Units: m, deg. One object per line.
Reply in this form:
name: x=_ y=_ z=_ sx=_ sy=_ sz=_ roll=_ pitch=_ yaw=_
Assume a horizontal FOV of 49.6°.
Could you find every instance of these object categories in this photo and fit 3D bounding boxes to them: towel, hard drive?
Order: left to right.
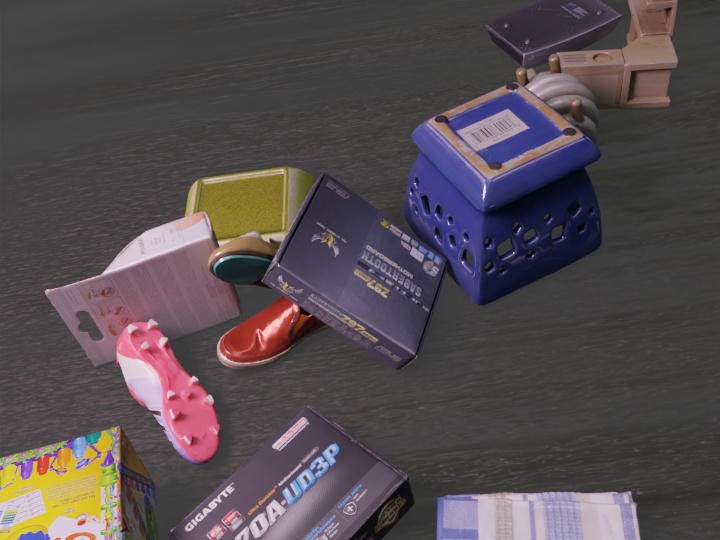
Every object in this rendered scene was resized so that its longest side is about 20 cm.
towel: x=0.168 y=0.280 z=0.733 sx=0.196 sy=0.024 sz=0.149 roll=-3 pitch=49 yaw=10
hard drive: x=0.331 y=-0.417 z=1.342 sx=0.197 sy=0.043 sz=0.135 roll=-24 pitch=48 yaw=-13

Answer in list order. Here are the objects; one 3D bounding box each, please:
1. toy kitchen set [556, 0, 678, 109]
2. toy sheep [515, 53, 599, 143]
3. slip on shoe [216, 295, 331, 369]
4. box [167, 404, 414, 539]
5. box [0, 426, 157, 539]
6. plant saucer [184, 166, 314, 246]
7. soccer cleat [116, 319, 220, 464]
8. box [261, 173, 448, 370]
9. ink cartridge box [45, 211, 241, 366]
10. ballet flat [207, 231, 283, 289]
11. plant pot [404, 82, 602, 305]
toy kitchen set: x=0.391 y=-0.379 z=1.211 sx=0.177 sy=0.165 sz=0.202 roll=-1 pitch=46 yaw=9
toy sheep: x=0.272 y=-0.222 z=1.107 sx=0.135 sy=0.139 sz=0.203 roll=-9 pitch=55 yaw=2
slip on shoe: x=-0.087 y=0.056 z=0.962 sx=0.197 sy=0.062 sz=0.074 roll=-25 pitch=49 yaw=-11
box: x=-0.067 y=0.246 z=0.774 sx=0.199 sy=0.047 sz=0.158 roll=-39 pitch=43 yaw=-25
box: x=-0.305 y=0.285 z=0.743 sx=0.196 sy=0.123 sz=0.194 roll=-14 pitch=46 yaw=-4
plant saucer: x=-0.165 y=-0.076 z=1.108 sx=0.196 sy=0.048 sz=0.202 roll=-7 pitch=46 yaw=3
soccer cleat: x=-0.226 y=0.148 z=0.908 sx=0.066 sy=0.077 sz=0.201 roll=-12 pitch=55 yaw=-45
box: x=0.000 y=0.000 z=0.933 sx=0.198 sy=0.051 sz=0.159 roll=34 pitch=51 yaw=-11
ink cartridge box: x=-0.257 y=0.027 z=0.949 sx=0.197 sy=0.164 sz=0.051 roll=-17 pitch=51 yaw=-6
ballet flat: x=-0.120 y=-0.013 z=0.953 sx=0.068 sy=0.199 sz=0.064 roll=-32 pitch=64 yaw=21
plant pot: x=0.177 y=-0.110 z=0.987 sx=0.197 sy=0.182 sz=0.201 roll=-24 pitch=48 yaw=-13
